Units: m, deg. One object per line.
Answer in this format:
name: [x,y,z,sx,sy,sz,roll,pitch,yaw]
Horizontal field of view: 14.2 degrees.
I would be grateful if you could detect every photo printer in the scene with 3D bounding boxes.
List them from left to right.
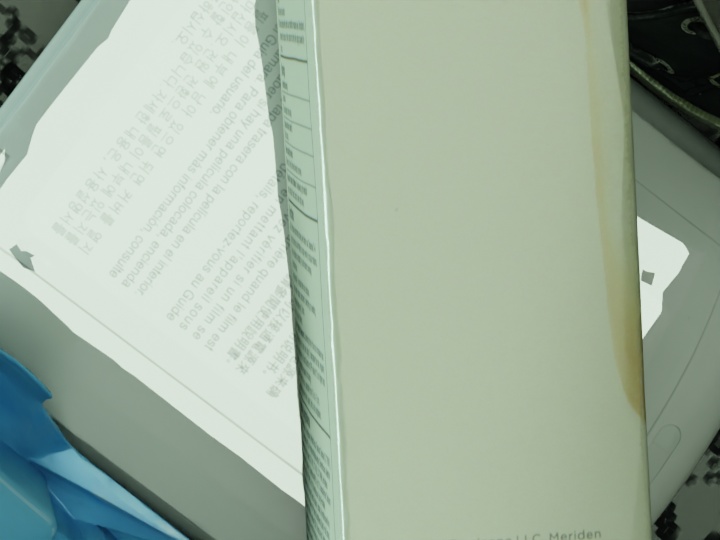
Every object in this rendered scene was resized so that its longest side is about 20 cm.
photo printer: [0.000,0.000,0.747,0.200,0.069,0.167,36,92,-7]

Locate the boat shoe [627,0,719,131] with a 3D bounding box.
boat shoe: [0.085,-0.088,0.745,0.199,0.066,0.075,38,93,-6]

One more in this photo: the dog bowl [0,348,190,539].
dog bowl: [-0.094,0.088,0.711,0.112,0.050,0.200,-49,116,-6]

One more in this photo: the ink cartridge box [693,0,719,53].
ink cartridge box: [0.162,-0.113,0.649,0.200,0.083,0.147,-27,76,6]

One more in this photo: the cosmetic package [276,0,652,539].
cosmetic package: [0.021,-0.013,0.661,0.071,0.105,0.201,-3,97,-5]
